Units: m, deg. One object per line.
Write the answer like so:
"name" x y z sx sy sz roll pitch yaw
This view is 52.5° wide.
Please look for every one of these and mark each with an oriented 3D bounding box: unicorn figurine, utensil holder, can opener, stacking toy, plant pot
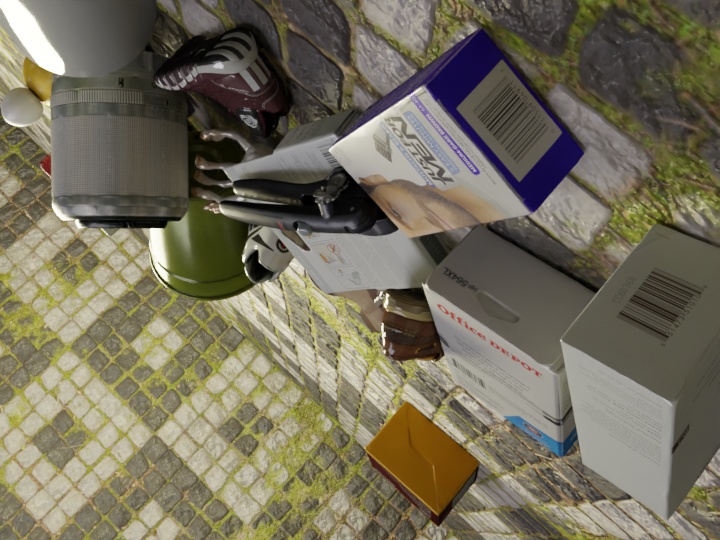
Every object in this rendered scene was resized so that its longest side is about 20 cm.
"unicorn figurine" -0.131 -0.117 0.883 0.136 0.074 0.200 12 169 -12
"utensil holder" -0.278 -0.293 0.675 0.170 0.170 0.200 43 167 1
"can opener" -0.061 -0.059 0.695 0.199 0.064 0.079 7 140 33
"stacking toy" -0.398 -0.269 0.971 0.146 0.200 0.146 40 164 14
"plant pot" -0.226 -0.092 1.071 0.200 0.200 0.193 38 151 21

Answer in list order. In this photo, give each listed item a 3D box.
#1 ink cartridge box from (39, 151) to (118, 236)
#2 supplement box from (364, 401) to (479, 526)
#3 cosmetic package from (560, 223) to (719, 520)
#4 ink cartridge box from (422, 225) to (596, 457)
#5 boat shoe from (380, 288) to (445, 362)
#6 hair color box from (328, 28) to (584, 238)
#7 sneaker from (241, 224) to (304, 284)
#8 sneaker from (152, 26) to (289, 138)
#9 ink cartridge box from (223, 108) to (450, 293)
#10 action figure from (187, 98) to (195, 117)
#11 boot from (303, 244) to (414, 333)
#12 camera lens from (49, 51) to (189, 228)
"ink cartridge box" -0.363 -0.174 1.119 0.147 0.200 0.083 50 168 -23
"supplement box" 0.131 0.413 1.545 0.197 0.133 0.200 37 163 22
"cosmetic package" 0.210 0.078 0.510 0.081 0.113 0.200 31 162 38
"ink cartridge box" 0.151 0.071 0.687 0.146 0.084 0.200 35 162 31
"boat shoe" 0.069 0.061 0.779 0.072 0.068 0.200 17 -177 24
"hair color box" 0.058 -0.089 0.546 0.109 0.065 0.200 47 166 -12
"sneaker" -0.128 -0.024 0.968 0.074 0.089 0.200 35 166 -9
"sneaker" -0.145 -0.188 0.785 0.116 0.076 0.200 50 163 -31
"ink cartridge box" -0.022 -0.059 0.760 0.173 0.044 0.200 -5 132 44
"action figure" -0.324 -0.177 1.023 0.069 0.200 0.130 44 163 2
"boot" 0.000 0.000 0.945 0.200 0.070 0.146 47 156 5
"camera lens" -0.291 -0.152 0.887 0.160 0.159 0.202 -174 83 -66
